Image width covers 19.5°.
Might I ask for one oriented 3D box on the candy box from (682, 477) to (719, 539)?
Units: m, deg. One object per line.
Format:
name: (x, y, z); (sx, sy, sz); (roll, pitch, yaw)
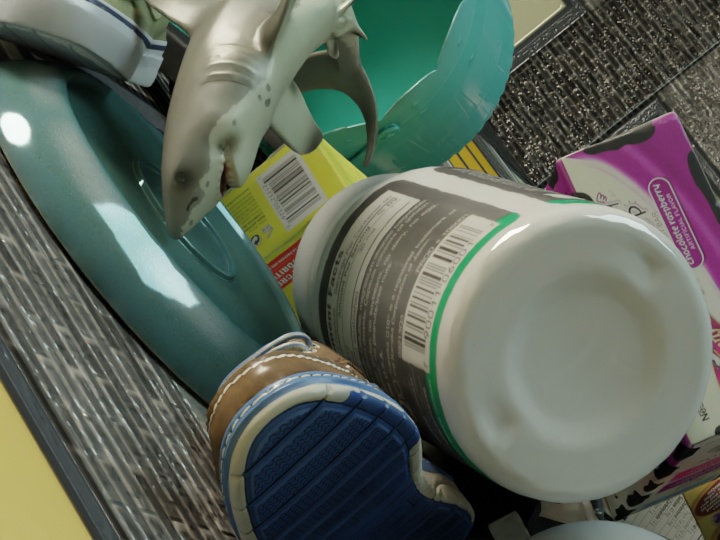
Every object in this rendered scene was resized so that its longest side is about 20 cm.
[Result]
candy box: (0.223, 0.155, 1.040); (0.117, 0.056, 0.200); (49, 8, -16)

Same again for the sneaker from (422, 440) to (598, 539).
sneaker: (0.054, 0.080, 1.004); (0.130, 0.079, 0.199); (55, 14, -46)

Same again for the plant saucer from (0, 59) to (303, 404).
plant saucer: (-0.081, -0.015, 0.877); (0.200, 0.027, 0.200); (50, 10, -12)

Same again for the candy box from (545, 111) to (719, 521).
candy box: (0.129, 0.029, 0.955); (0.200, 0.061, 0.137); (94, -27, -74)

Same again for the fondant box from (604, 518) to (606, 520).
fondant box: (0.241, 0.244, 1.377); (0.144, 0.058, 0.200); (41, 12, -48)

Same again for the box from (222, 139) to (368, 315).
box: (0.000, 0.000, 1.078); (0.050, 0.075, 0.200); (57, 9, 32)

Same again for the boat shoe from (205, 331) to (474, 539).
boat shoe: (-0.019, 0.065, 0.760); (0.072, 0.072, 0.200); (50, -3, 25)

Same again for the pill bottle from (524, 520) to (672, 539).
pill bottle: (0.104, 0.160, 0.834); (0.113, 0.113, 0.200); (55, 10, 22)

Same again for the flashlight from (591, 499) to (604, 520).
flashlight: (0.099, 0.101, 1.196); (0.068, 0.068, 0.200); (49, 10, -8)

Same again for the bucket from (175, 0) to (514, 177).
bucket: (-0.010, -0.152, 1.249); (0.207, 0.207, 0.135); (56, 7, 25)

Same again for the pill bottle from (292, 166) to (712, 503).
pill bottle: (0.048, 0.017, 0.852); (0.113, 0.113, 0.200); (48, -9, -20)

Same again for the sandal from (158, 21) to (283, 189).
sandal: (-0.076, -0.080, 1.133); (0.200, 0.048, 0.075); (41, 6, 18)

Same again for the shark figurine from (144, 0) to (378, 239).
shark figurine: (-0.047, -0.102, 0.897); (0.089, 0.128, 0.214); (17, 18, 14)

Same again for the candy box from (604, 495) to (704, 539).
candy box: (0.204, 0.120, 1.339); (0.200, 0.061, 0.136); (42, 32, 20)

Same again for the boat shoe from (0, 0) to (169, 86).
boat shoe: (-0.120, -0.122, 0.926); (0.072, 0.062, 0.200); (19, 3, 0)
